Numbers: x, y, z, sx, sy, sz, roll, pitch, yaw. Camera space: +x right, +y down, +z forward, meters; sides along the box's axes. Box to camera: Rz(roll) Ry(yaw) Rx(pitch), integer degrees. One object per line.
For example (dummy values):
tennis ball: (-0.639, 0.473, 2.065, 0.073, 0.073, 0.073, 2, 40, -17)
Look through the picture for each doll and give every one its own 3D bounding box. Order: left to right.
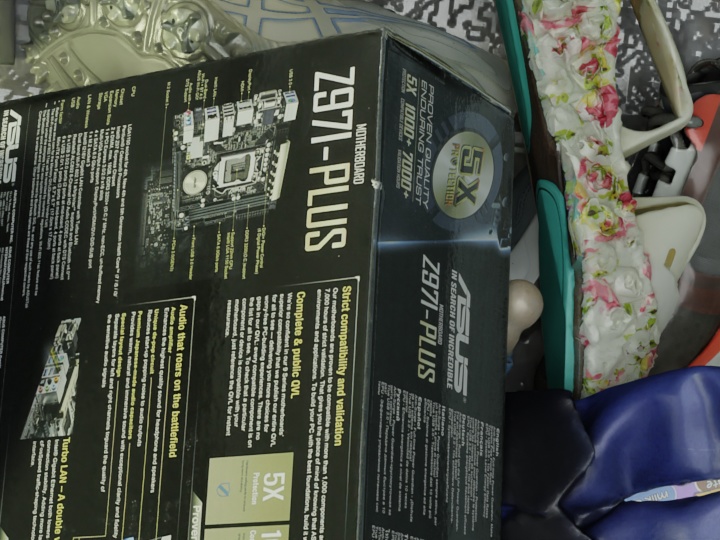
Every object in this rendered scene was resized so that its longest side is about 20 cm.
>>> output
doll: (0.062, 0.070, 0.694, 0.199, 0.048, 0.138, -12, 85, 30)

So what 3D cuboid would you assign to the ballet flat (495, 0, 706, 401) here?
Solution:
ballet flat: (0.086, -0.037, 0.740, 0.063, 0.076, 0.202, -7, 86, -1)

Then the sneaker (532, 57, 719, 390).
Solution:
sneaker: (0.120, -0.031, 0.797, 0.082, 0.077, 0.200, 43, 82, -30)

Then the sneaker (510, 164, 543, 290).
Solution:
sneaker: (0.000, 0.000, 0.810, 0.120, 0.084, 0.200, 38, 79, 5)

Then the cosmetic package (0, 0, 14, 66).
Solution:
cosmetic package: (-0.186, -0.111, 0.737, 0.107, 0.200, 0.086, -1, 94, 2)

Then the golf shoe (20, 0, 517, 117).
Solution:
golf shoe: (-0.033, -0.074, 0.808, 0.199, 0.097, 0.079, 20, 115, 24)

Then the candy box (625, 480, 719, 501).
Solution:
candy box: (0.121, 0.152, 0.826, 0.166, 0.072, 0.202, -17, 95, 2)

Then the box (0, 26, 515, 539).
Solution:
box: (-0.042, 0.040, 0.689, 0.163, 0.086, 0.202, -8, 71, 32)
